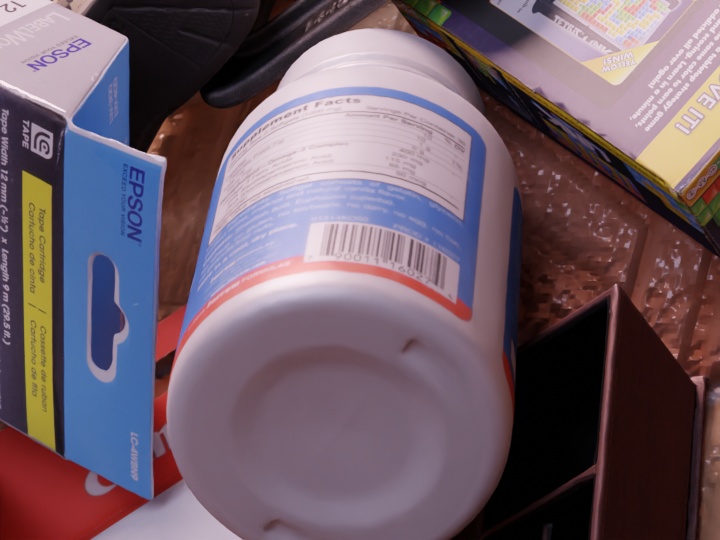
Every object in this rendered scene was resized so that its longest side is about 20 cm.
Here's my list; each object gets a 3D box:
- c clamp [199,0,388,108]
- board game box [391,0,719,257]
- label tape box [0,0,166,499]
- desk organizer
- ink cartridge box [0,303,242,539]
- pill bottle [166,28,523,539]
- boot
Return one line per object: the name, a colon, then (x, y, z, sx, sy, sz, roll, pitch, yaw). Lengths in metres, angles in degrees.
c clamp: (0.015, -0.144, 1.089, 0.200, 0.027, 0.171, -35, 27, 27)
board game box: (0.134, -0.126, 1.027, 0.200, 0.057, 0.165, -48, 52, -4)
label tape box: (-0.129, -0.025, 1.043, 0.199, 0.144, 0.066, 25, 38, 31)
desk organizer: (0.061, 0.111, 0.910, 0.071, 0.077, 0.201, -8, 58, 26)
ink cartridge box: (-0.068, 0.093, 1.017, 0.162, 0.057, 0.201, -34, 55, 9)
pill bottle: (0.000, 0.000, 0.962, 0.112, 0.113, 0.200, -21, 27, 17)
boot: (-0.099, -0.113, 1.140, 0.200, 0.073, 0.151, -41, 25, 39)
